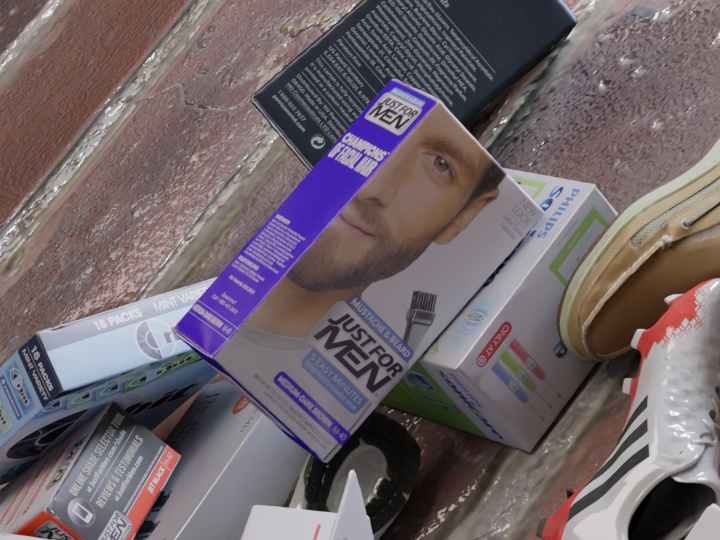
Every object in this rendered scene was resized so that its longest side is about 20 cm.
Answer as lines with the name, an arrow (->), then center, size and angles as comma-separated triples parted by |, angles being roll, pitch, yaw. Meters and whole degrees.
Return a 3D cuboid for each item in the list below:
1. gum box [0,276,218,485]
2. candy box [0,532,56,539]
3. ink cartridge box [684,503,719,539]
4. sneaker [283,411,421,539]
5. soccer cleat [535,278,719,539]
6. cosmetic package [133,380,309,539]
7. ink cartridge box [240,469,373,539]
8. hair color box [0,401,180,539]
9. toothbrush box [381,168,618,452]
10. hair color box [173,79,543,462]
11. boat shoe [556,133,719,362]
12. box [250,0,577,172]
gum box -> -0.169, 0.074, 1.750 | 0.170, 0.045, 0.200 | -17, -15, -38
candy box -> -0.251, 0.257, 1.658 | 0.168, 0.072, 0.200 | 1, 92, 51
ink cartridge box -> 0.188, 0.213, 1.236 | 0.125, 0.129, 0.200 | 19, 65, 46
sneaker -> -0.036, 0.178, 1.648 | 0.200, 0.077, 0.089 | -52, 0, -14
soccer cleat -> 0.173, 0.094, 1.495 | 0.085, 0.069, 0.200 | 12, 62, 45
cosmetic package -> -0.107, 0.156, 1.718 | 0.200, 0.052, 0.151 | -55, 19, -22
ink cartridge box -> -0.032, 0.205, 1.442 | 0.068, 0.200, 0.116 | 4, 46, 15
hair color box -> -0.206, 0.172, 1.742 | 0.200, 0.061, 0.102 | -38, 17, 46
toothbrush box -> 0.066, 0.015, 1.698 | 0.146, 0.086, 0.200 | -51, 32, -15
hair color box -> 0.000, 0.000, 1.603 | 0.200, 0.109, 0.065 | -50, 31, -7
boat shoe -> 0.202, -0.017, 1.602 | 0.200, 0.072, 0.076 | -46, 42, -7
box -> 0.037, -0.139, 1.855 | 0.200, 0.107, 0.148 | -41, -1, 2
